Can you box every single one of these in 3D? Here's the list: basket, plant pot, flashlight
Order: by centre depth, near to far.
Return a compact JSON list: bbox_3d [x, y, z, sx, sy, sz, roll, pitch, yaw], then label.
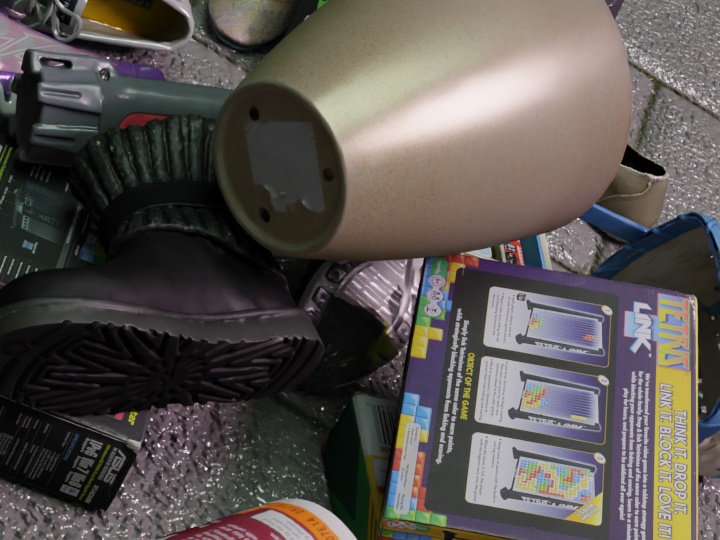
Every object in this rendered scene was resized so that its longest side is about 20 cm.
[{"bbox_3d":[0.019,-0.082,0.920,0.187,0.188,0.199,46,40,18],"label":"plant pot"},{"bbox_3d":[-0.107,-0.079,0.993,0.198,0.068,0.068,2,53,-32],"label":"flashlight"},{"bbox_3d":[0.187,0.041,1.085,0.198,0.139,0.178,14,56,-29],"label":"basket"}]

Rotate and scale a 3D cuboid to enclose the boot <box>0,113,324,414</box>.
[{"bbox_3d":[-0.125,-0.010,0.875,0.210,0.079,0.159,6,51,-47],"label":"boot"}]

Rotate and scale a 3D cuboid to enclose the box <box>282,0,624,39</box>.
[{"bbox_3d":[0.070,-0.183,1.221,0.199,0.149,0.124,31,25,10],"label":"box"}]

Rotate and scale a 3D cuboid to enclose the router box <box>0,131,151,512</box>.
[{"bbox_3d":[-0.181,0.019,0.925,0.149,0.062,0.201,22,38,-12],"label":"router box"}]

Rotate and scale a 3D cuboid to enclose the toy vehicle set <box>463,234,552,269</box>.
[{"bbox_3d":[0.073,-0.023,1.181,0.123,0.027,0.201,17,40,-19],"label":"toy vehicle set"}]

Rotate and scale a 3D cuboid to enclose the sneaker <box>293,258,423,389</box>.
[{"bbox_3d":[0.000,0.000,1.075,0.075,0.084,0.201,47,55,-20],"label":"sneaker"}]

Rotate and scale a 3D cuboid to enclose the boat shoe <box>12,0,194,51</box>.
[{"bbox_3d":[-0.202,-0.186,1.124,0.200,0.075,0.086,16,22,-30],"label":"boat shoe"}]

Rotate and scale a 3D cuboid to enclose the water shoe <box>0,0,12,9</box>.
[{"bbox_3d":[-0.306,-0.164,1.025,0.199,0.079,0.072,-13,55,-43],"label":"water shoe"}]

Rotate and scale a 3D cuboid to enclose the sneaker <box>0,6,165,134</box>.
[{"bbox_3d":[-0.208,-0.123,1.034,0.199,0.080,0.089,-5,68,-39],"label":"sneaker"}]

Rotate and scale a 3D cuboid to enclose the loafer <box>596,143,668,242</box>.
[{"bbox_3d":[0.170,-0.112,1.311,0.200,0.070,0.075,45,39,16],"label":"loafer"}]

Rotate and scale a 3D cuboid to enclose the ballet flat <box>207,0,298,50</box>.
[{"bbox_3d":[-0.059,-0.240,1.294,0.068,0.067,0.200,31,38,-1],"label":"ballet flat"}]

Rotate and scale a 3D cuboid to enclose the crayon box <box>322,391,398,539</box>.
[{"bbox_3d":[0.056,0.169,0.937,0.126,0.051,0.201,13,41,-23],"label":"crayon box"}]

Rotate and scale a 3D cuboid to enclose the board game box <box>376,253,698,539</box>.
[{"bbox_3d":[0.101,0.087,0.926,0.164,0.057,0.201,11,45,1],"label":"board game box"}]

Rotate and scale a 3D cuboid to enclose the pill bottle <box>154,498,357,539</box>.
[{"bbox_3d":[-0.092,0.182,0.766,0.199,0.115,0.114,-11,55,-43],"label":"pill bottle"}]
